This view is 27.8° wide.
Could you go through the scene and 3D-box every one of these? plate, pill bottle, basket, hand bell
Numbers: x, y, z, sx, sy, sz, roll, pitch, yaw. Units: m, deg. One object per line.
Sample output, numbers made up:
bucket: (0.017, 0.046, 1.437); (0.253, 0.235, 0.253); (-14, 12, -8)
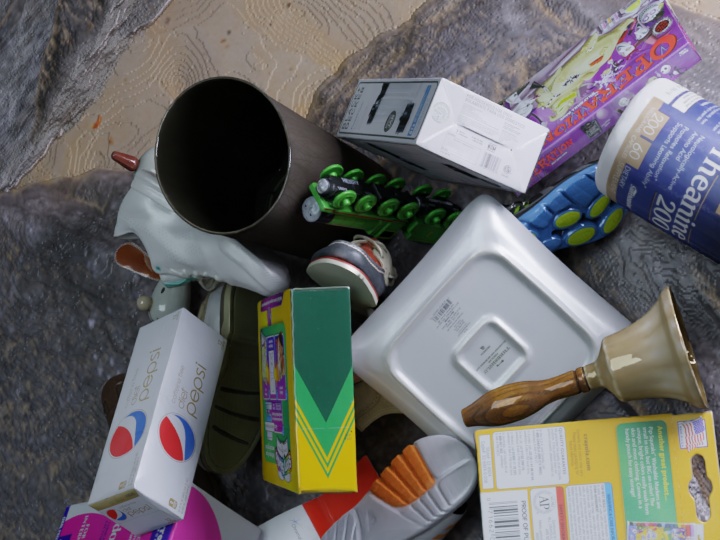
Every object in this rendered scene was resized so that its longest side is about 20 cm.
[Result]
plate: (0.114, 0.071, 1.265); (0.200, 0.032, 0.200); (42, 103, -3)
pill bottle: (0.302, -0.065, 1.191); (0.199, 0.111, 0.112); (34, 96, 21)
basket: (-0.068, -0.081, 1.369); (0.180, 0.199, 0.137); (36, 99, 38)
hand bell: (0.179, 0.094, 1.215); (0.198, 0.104, 0.105); (-19, 68, 15)

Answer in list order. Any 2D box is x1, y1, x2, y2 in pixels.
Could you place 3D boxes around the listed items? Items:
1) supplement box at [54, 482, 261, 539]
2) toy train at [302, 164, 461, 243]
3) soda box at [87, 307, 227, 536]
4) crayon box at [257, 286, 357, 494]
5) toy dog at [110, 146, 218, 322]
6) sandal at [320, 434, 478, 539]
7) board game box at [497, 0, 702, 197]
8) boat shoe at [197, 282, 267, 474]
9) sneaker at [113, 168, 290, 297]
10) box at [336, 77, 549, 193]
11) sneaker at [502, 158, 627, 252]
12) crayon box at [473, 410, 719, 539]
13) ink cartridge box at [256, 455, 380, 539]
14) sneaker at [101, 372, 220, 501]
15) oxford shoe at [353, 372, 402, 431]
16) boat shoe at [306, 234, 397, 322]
supplement box: (-0.204, 0.279, 1.382); (0.199, 0.103, 0.102); (-17, 44, 40)
toy train: (0.021, -0.056, 1.320); (0.056, 0.199, 0.042); (-43, 60, 29)
soda box: (-0.185, 0.138, 1.346); (0.068, 0.064, 0.201); (-24, 41, 36)
crayon box: (-0.051, 0.108, 1.314); (0.058, 0.200, 0.175); (-2, 86, -12)
toy dog: (-0.215, -0.050, 1.502); (0.132, 0.095, 0.202); (-47, 44, 50)
sandal: (0.039, 0.222, 1.306); (0.206, 0.059, 0.080); (-42, 46, 28)
board game box: (0.203, -0.163, 1.303); (0.199, 0.032, 0.121); (-37, 35, 18)
boat shoe: (-0.136, 0.107, 1.449); (0.068, 0.074, 0.202); (-17, 57, 47)
sneaker: (-0.156, -0.014, 1.405); (0.199, 0.075, 0.089); (34, 96, 25)
box: (0.068, -0.123, 1.300); (0.061, 0.116, 0.200); (-69, 20, -2)
sneaker: (0.156, -0.045, 1.302); (0.199, 0.071, 0.083); (-33, 32, 8)
crayon box: (0.199, 0.191, 1.210); (0.198, 0.052, 0.127); (-6, 74, 10)
ink cartridge box: (-0.038, 0.293, 1.352); (0.200, 0.047, 0.161); (-43, 59, 18)
sneaker: (-0.215, 0.173, 1.473); (0.071, 0.075, 0.200); (-50, 59, 11)
oxford shoe: (0.071, 0.091, 1.339); (0.198, 0.071, 0.075); (-20, 93, 25)
boat shoe: (0.000, 0.000, 1.321); (0.071, 0.200, 0.063); (27, 82, 12)
